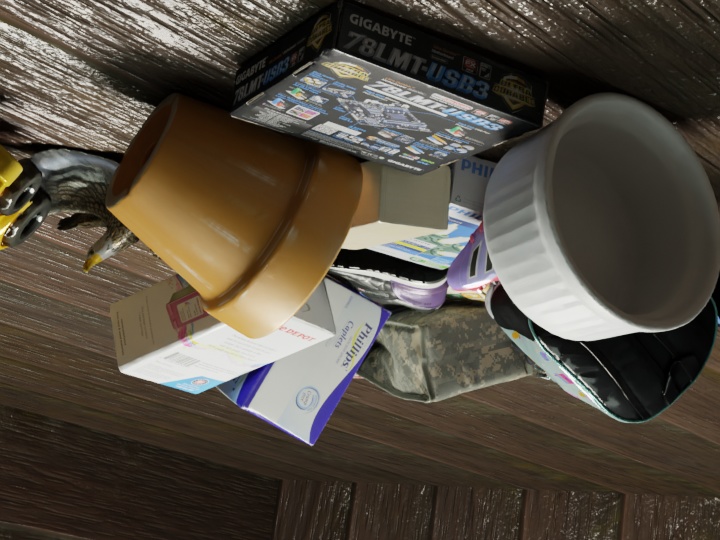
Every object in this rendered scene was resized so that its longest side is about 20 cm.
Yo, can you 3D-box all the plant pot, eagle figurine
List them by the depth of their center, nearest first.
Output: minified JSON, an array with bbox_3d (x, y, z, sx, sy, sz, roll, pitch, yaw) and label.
[{"bbox_3d":[-0.129,-0.065,1.401,0.183,0.200,0.200,31,158,-20],"label":"plant pot"},{"bbox_3d":[-0.267,-0.063,1.638,0.200,0.151,0.152,33,132,26],"label":"eagle figurine"}]

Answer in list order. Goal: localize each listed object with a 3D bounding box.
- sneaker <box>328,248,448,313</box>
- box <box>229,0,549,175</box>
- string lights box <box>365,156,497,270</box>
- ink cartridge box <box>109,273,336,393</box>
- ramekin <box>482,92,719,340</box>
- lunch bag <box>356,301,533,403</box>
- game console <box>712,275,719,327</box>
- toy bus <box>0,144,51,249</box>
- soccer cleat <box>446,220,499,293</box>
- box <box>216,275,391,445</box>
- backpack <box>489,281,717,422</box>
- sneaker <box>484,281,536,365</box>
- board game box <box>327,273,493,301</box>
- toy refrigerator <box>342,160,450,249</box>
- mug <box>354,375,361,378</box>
[{"bbox_3d":[0.000,0.000,1.670,0.200,0.076,0.088,19,144,12],"label":"sneaker"},{"bbox_3d":[0.020,-0.145,1.255,0.200,0.050,0.198,16,163,-25],"label":"box"},{"bbox_3d":[0.090,-0.059,1.520,0.103,0.059,0.200,16,163,-22],"label":"string lights box"},{"bbox_3d":[-0.149,0.054,1.643,0.200,0.085,0.145,-22,155,24],"label":"ink cartridge box"},{"bbox_3d":[0.197,-0.037,1.244,0.200,0.201,0.098,17,156,-31],"label":"ramekin"},{"bbox_3d":[0.091,0.088,1.873,0.164,0.118,0.200,-12,-172,-30],"label":"lunch bag"},{"bbox_3d":[0.451,0.085,1.754,0.200,0.117,0.176,19,162,-32],"label":"game console"},{"bbox_3d":[-0.424,-0.056,1.502,0.136,0.192,0.200,39,164,4],"label":"toy bus"},{"bbox_3d":[0.149,-0.051,1.389,0.200,0.067,0.076,-33,109,30],"label":"soccer cleat"},{"bbox_3d":[-0.082,0.087,1.800,0.105,0.184,0.200,32,177,-23],"label":"box"},{"bbox_3d":[0.238,0.040,1.447,0.200,0.176,0.153,43,171,-19],"label":"backpack"},{"bbox_3d":[0.192,0.033,1.650,0.075,0.114,0.200,-29,156,-10],"label":"sneaker"},{"bbox_3d":[0.066,-0.004,1.767,0.200,0.046,0.151,0,163,29],"label":"board game box"},{"bbox_3d":[0.008,-0.067,1.480,0.076,0.070,0.200,6,173,-25],"label":"toy refrigerator"},{"bbox_3d":[-0.078,0.072,2.057,0.200,0.178,0.134,4,129,-2],"label":"mug"}]
